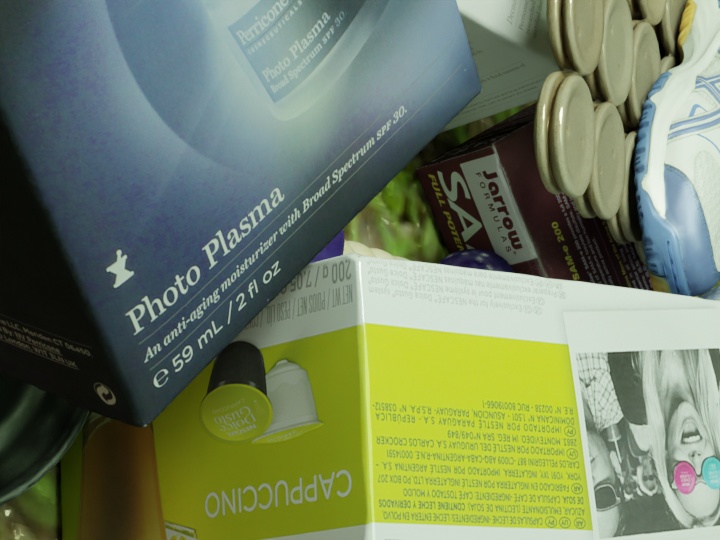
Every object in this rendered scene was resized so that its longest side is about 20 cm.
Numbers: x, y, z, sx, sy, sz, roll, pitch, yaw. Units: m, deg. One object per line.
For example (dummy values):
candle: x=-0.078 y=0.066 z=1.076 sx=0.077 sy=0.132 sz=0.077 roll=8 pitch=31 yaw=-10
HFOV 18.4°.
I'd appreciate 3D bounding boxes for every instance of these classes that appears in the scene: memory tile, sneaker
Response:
memory tile: x=0.114 y=-0.091 z=0.982 sx=0.200 sy=0.017 sz=0.155 roll=28 pitch=66 yaw=-66
sneaker: x=0.181 y=-0.067 z=1.015 sx=0.076 sy=0.087 sz=0.201 roll=72 pitch=30 yaw=-43

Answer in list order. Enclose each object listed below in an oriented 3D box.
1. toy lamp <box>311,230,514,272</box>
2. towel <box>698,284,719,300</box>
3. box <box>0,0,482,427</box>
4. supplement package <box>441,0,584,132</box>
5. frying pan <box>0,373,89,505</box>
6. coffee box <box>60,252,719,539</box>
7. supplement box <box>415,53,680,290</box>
toy lamp: x=0.000 y=0.000 z=0.946 sx=0.199 sy=0.058 sz=0.059 roll=16 pitch=69 yaw=-54
towel: x=0.143 y=0.028 z=0.995 sx=0.146 sy=0.200 sz=0.024 roll=-29 pitch=86 yaw=-46
box: x=-0.079 y=-0.093 z=0.755 sx=0.200 sy=0.123 sz=0.199 roll=-46 pitch=134 yaw=-30
supplement package: x=-0.003 y=-0.160 z=0.974 sx=0.199 sy=0.121 sz=0.121 roll=25 pitch=65 yaw=-34
frying pan: x=-0.160 y=0.007 z=0.826 sx=0.114 sy=0.031 sz=0.191 roll=-32 pitch=123 yaw=-25
coffee box: x=0.017 y=0.116 z=0.877 sx=0.199 sy=0.199 sz=0.200 roll=7 pitch=76 yaw=-39
supplement box: x=0.128 y=-0.042 z=1.095 sx=0.199 sy=0.061 sz=0.110 roll=-29 pitch=99 yaw=-40
